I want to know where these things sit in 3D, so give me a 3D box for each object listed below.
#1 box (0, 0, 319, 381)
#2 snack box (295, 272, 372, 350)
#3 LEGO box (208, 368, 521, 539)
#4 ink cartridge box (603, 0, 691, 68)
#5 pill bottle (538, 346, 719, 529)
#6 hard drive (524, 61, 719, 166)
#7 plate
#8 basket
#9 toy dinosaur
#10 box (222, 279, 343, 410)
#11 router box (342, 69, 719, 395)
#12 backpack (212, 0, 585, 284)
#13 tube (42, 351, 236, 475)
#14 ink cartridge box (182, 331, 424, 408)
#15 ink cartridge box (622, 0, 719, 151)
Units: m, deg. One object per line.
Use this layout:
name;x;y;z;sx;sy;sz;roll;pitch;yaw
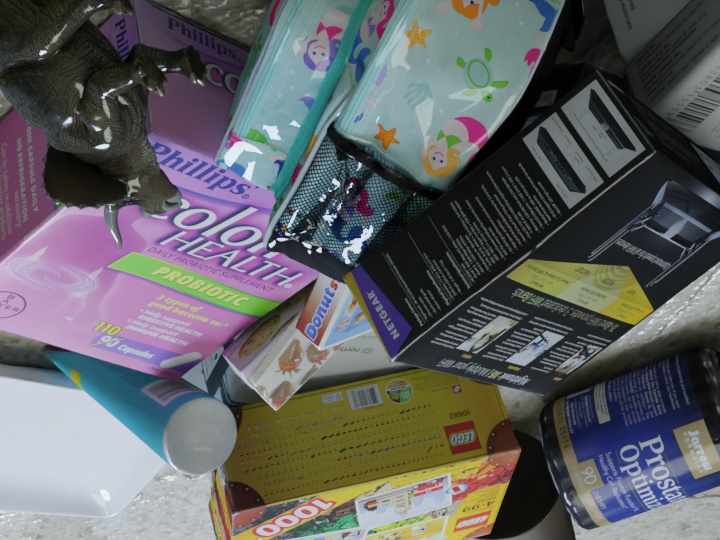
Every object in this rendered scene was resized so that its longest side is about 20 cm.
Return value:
box;-0.120;-0.038;0.959;0.175;0.097;0.200;21;135;-41
snack box;0.047;-0.009;0.983;0.199;0.024;0.072;-20;145;-46
LEGO box;-0.003;0.144;1.137;0.198;0.078;0.149;-11;150;-11
ink cartridge box;0.252;-0.166;0.895;0.199;0.083;0.145;-31;142;28
pill bottle;0.255;0.129;1.331;0.199;0.113;0.112;-23;147;17
hard drive;0.168;-0.066;0.971;0.199;0.038;0.139;23;171;-24
plate;-0.238;0.127;1.239;0.198;0.033;0.200;9;142;-31
basket;0.126;0.240;1.434;0.135;0.181;0.201;-24;139;-10
toy dinosaur;-0.142;-0.104;0.778;0.102;0.077;0.201;-26;106;24
box;0.000;0.000;1.015;0.200;0.041;0.039;-44;118;-5
router box;0.104;-0.010;0.825;0.157;0.052;0.200;-39;156;16
backpack;0.026;-0.108;0.821;0.150;0.178;0.200;32;135;-8
tube;-0.146;0.082;1.097;0.077;0.200;0.051;16;94;-31
ink cartridge box;-0.029;0.055;1.147;0.146;0.084;0.200;4;145;-24
ink cartridge box;0.263;-0.128;0.838;0.173;0.044;0.200;11;142;-30
